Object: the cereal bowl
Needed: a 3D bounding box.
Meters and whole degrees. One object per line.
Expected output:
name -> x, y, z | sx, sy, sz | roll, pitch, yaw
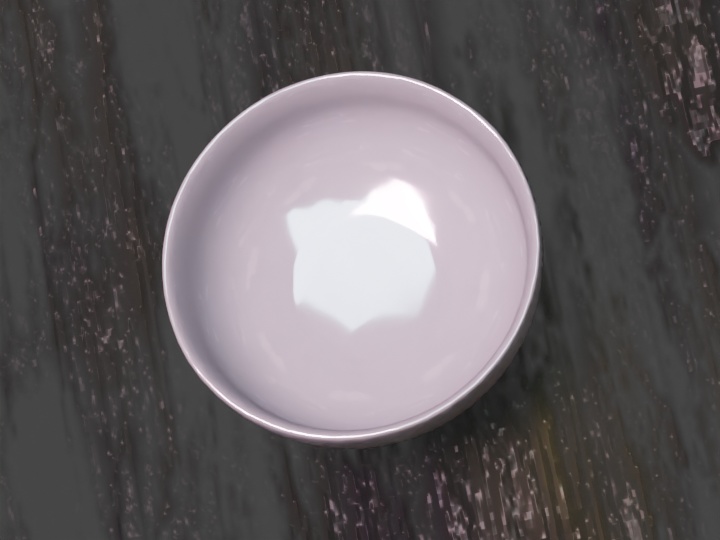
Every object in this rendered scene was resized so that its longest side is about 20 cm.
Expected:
cereal bowl -> 0.000, 0.000, 1.209 | 0.199, 0.083, 0.201 | -2, 76, 9
